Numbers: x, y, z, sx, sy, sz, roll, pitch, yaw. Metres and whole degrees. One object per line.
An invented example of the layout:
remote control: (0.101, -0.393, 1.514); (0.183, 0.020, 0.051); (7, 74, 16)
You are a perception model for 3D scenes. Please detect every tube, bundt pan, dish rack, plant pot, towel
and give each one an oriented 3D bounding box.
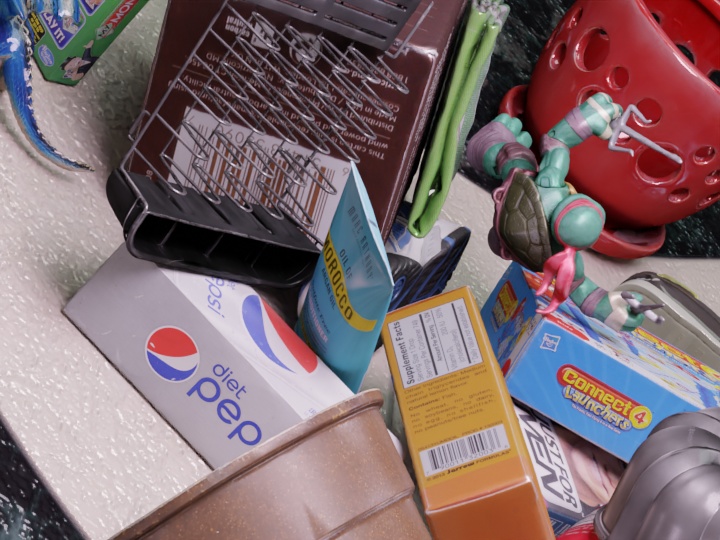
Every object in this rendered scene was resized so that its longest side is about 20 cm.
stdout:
tube: (-0.008, 0.021, 1.315); (0.050, 0.200, 0.078); (-15, 65, -18)
bundt pan: (0.234, 0.139, 1.286); (0.200, 0.076, 0.202); (12, 21, -5)
dish rack: (-0.042, -0.090, 1.268); (0.153, 0.201, 0.055); (12, 29, -51)
plant pot: (0.221, -0.127, 1.848); (0.200, 0.182, 0.201); (34, 30, -23)
towel: (0.065, -0.104, 1.490); (0.030, 0.150, 0.200); (16, 12, 0)
plant pot: (-0.025, 0.191, 1.074); (0.199, 0.200, 0.200); (58, 29, 8)

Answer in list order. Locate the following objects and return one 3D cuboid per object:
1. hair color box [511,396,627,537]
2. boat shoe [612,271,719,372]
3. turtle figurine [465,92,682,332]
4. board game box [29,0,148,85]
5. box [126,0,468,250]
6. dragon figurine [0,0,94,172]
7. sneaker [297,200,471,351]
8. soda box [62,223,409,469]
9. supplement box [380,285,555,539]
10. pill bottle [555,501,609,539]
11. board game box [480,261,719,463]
hair color box: (0.129, 0.146, 1.481); (0.199, 0.060, 0.100); (24, 35, -38)
boat shoe: (0.274, 0.078, 1.766); (0.201, 0.072, 0.061); (47, 31, 7)
turtle figurine: (0.130, -0.040, 1.484); (0.100, 0.151, 0.200); (-1, 10, -19)
board game box: (-0.192, -0.238, 1.464); (0.029, 0.135, 0.201); (4, 48, -52)
box: (-0.034, -0.122, 1.443); (0.165, 0.165, 0.200); (18, 28, 2)
dragon figurine: (-0.208, -0.156, 1.368); (0.201, 0.099, 0.059); (55, 29, 17)
sneaker: (0.000, 0.000, 1.501); (0.077, 0.076, 0.200); (32, 22, 13)
soda box: (-0.069, 0.063, 1.304); (0.200, 0.068, 0.063); (46, 27, 0)
supplement box: (0.060, 0.094, 1.340); (0.201, 0.068, 0.067); (-100, 171, -58)
pill bottle: (0.150, 0.199, 1.348); (0.113, 0.112, 0.199); (51, 38, 11)
board game box: (0.181, 0.080, 1.544); (0.199, 0.056, 0.196); (30, 10, -8)
